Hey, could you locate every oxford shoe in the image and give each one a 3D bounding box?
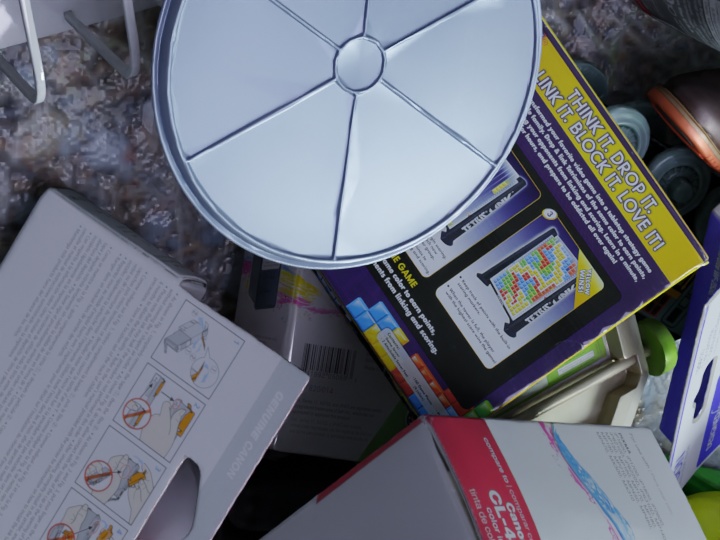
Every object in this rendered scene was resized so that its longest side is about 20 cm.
[{"bbox_3d":[0.222,-0.099,1.146,0.073,0.071,0.200,-47,163,22],"label":"oxford shoe"}]

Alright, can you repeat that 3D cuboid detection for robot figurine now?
[{"bbox_3d":[-0.067,0.152,1.104,0.199,0.125,0.151,9,114,-30],"label":"robot figurine"}]

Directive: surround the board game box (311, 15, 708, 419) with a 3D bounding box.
[{"bbox_3d":[0.049,-0.038,1.012,0.165,0.057,0.201,-34,87,-4],"label":"board game box"}]

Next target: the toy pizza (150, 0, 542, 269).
[{"bbox_3d":[-0.006,-0.099,0.937,0.199,0.032,0.202,-9,112,-23],"label":"toy pizza"}]

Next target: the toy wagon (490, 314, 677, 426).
[{"bbox_3d":[0.090,0.016,1.090,0.154,0.039,0.202,-25,106,-28],"label":"toy wagon"}]

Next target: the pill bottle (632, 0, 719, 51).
[{"bbox_3d":[0.233,-0.162,1.086,0.113,0.200,0.115,-11,117,-24],"label":"pill bottle"}]

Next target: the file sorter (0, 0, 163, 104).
[{"bbox_3d":[-0.091,-0.176,0.951,0.199,0.124,0.140,-19,120,-20],"label":"file sorter"}]

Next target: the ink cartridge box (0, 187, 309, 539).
[{"bbox_3d":[-0.137,0.087,1.025,0.201,0.173,0.044,-58,165,6],"label":"ink cartridge box"}]

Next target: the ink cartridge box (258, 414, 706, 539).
[{"bbox_3d":[0.059,0.145,1.006,0.199,0.086,0.147,9,138,-48],"label":"ink cartridge box"}]

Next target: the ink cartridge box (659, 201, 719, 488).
[{"bbox_3d":[0.226,0.017,1.162,0.200,0.043,0.199,-41,151,-31],"label":"ink cartridge box"}]

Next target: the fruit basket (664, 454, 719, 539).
[{"bbox_3d":[0.234,0.205,1.252,0.214,0.216,0.157,3,111,-29],"label":"fruit basket"}]

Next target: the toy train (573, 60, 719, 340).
[{"bbox_3d":[0.149,-0.038,1.174,0.199,0.085,0.114,27,107,-34],"label":"toy train"}]

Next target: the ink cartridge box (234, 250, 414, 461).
[{"bbox_3d":[0.000,0.000,1.096,0.116,0.067,0.202,10,89,-31],"label":"ink cartridge box"}]
